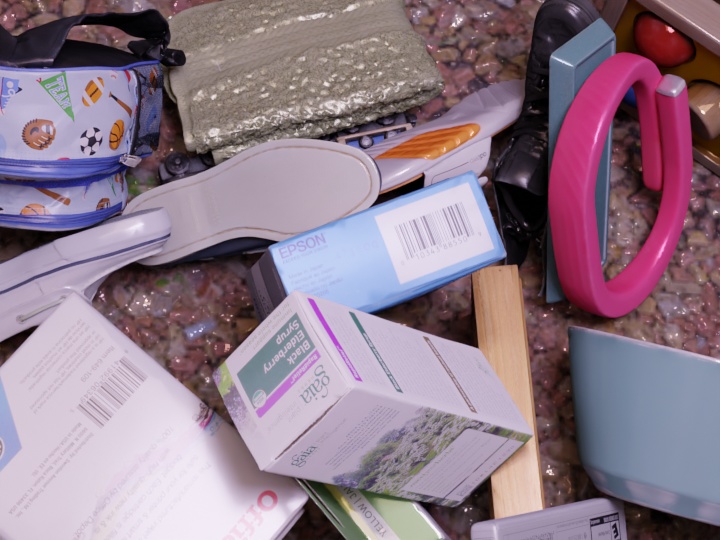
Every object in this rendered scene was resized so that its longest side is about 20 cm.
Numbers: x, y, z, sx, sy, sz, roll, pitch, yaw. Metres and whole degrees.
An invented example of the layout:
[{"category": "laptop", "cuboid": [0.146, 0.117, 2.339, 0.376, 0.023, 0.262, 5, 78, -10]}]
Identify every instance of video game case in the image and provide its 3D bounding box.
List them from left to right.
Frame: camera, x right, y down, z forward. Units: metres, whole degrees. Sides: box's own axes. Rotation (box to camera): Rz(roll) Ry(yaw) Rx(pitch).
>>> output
[{"category": "video game case", "cuboid": [0.129, 0.241, 1.048, 0.022, 0.200, 0.183, -9, 84, 30]}]

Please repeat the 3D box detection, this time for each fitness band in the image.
[{"category": "fitness band", "cuboid": [0.185, -0.057, 1.175, 0.037, 0.200, 0.144, 19, 53, 32]}]

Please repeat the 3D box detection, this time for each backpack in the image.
[{"category": "backpack", "cuboid": [-0.238, -0.105, 1.145, 0.199, 0.190, 0.155, 1, 93, 8]}]

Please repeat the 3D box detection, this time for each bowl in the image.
[{"category": "bowl", "cuboid": [0.226, 0.111, 1.129, 0.200, 0.201, 0.105, 14, 88, 0]}]

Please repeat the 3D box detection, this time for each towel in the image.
[{"category": "towel", "cuboid": [-0.049, -0.158, 1.250, 0.199, 0.037, 0.149, -15, 55, -10]}]

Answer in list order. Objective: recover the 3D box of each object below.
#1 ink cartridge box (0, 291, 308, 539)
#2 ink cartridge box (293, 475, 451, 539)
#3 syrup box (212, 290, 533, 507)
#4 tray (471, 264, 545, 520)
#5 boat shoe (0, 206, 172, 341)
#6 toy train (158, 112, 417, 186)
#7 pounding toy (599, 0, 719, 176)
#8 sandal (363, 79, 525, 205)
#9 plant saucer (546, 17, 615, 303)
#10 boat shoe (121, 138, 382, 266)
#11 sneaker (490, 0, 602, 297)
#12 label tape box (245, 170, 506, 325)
[{"category": "ink cartridge box", "cuboid": [-0.158, 0.147, 1.082, 0.200, 0.146, 0.147, 40, 71, 5]}, {"category": "ink cartridge box", "cuboid": [-0.007, 0.132, 1.079, 0.048, 0.200, 0.146, -40, 78, -4]}, {"category": "syrup box", "cuboid": [0.011, 0.083, 1.031, 0.079, 0.200, 0.082, -45, 54, 20]}, {"category": "tray", "cuboid": [0.102, 0.107, 1.150, 0.037, 0.099, 0.201, -4, 70, 3]}, {"category": "boat shoe", "cuboid": [-0.214, 0.014, 1.163, 0.199, 0.074, 0.067, -19, 96, 16]}, {"category": "toy train", "cuboid": [-0.051, -0.083, 1.243, 0.199, 0.034, 0.046, -14, 74, -10]}, {"category": "pounding toy", "cuboid": [0.268, -0.147, 1.214, 0.200, 0.184, 0.142, 36, 71, 8]}, {"category": "sandal", "cuboid": [0.070, -0.081, 1.223, 0.206, 0.079, 0.059, -29, 112, -31]}, {"category": "plant saucer", "cuboid": [0.155, -0.072, 1.172, 0.019, 0.201, 0.070, 21, 41, 31]}, {"category": "boat shoe", "cuboid": [-0.071, -0.044, 1.170, 0.199, 0.062, 0.075, -19, 86, 22]}, {"category": "sneaker", "cuboid": [0.134, -0.090, 1.198, 0.060, 0.200, 0.104, 16, 41, 27]}, {"category": "label tape box", "cuboid": [0.000, 0.000, 1.124, 0.143, 0.200, 0.066, -21, 89, -12]}]
